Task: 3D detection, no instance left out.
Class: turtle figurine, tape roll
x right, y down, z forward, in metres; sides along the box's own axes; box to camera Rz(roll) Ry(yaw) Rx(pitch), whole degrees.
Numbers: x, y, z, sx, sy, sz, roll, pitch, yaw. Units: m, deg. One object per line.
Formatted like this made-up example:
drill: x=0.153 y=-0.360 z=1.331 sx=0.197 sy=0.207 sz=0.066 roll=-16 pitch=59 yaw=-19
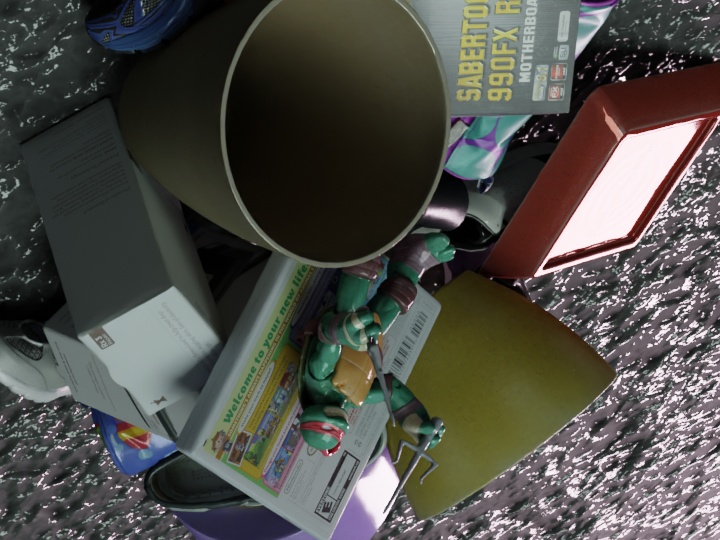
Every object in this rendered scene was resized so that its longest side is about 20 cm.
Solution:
turtle figurine: x=0.003 y=0.055 z=1.531 sx=0.100 sy=0.201 sz=0.150 roll=6 pitch=158 yaw=22
tape roll: x=-0.069 y=0.153 z=1.872 sx=0.199 sy=0.201 sz=0.085 roll=-27 pitch=147 yaw=3

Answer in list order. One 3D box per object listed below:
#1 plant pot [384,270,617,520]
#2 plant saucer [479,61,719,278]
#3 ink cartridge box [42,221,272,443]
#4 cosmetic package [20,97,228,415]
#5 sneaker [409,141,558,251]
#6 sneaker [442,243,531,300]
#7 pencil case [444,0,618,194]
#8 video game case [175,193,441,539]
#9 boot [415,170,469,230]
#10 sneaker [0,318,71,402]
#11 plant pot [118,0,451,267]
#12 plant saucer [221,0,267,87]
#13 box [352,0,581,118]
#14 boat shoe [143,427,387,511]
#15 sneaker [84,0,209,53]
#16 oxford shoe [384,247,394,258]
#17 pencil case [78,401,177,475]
plant pot: x=0.086 y=0.086 z=1.801 sx=0.200 sy=0.142 sz=0.200 roll=-37 pitch=179 yaw=-1
plant saucer: x=0.210 y=-0.074 z=1.817 sx=0.199 sy=0.037 sz=0.200 roll=-14 pitch=143 yaw=-48
ink cartridge box: x=-0.113 y=0.052 z=1.659 sx=0.145 sy=0.199 sz=0.085 roll=-46 pitch=136 yaw=-30
cosmetic package: x=-0.166 y=-0.011 z=1.579 sx=0.081 sy=0.201 sz=0.113 roll=-29 pitch=141 yaw=5
sneaker: x=0.111 y=-0.051 z=1.820 sx=0.199 sy=0.080 sz=0.074 roll=-10 pitch=141 yaw=-24
sneaker: x=0.115 y=0.033 z=1.926 sx=0.075 sy=0.088 sz=0.200 roll=-26 pitch=146 yaw=1
pencil case: x=0.112 y=-0.156 z=1.666 sx=0.200 sy=0.085 sz=0.092 roll=-56 pitch=177 yaw=36
video game case: x=-0.033 y=0.073 z=1.589 sx=0.182 sy=0.022 sz=0.201 roll=40 pitch=73 yaw=-49
boot: x=-0.028 y=-0.067 z=1.693 sx=0.168 sy=0.199 sz=0.077 roll=-6 pitch=109 yaw=-73
sneaker: x=-0.228 y=0.055 z=1.770 sx=0.199 sy=0.075 sz=0.082 roll=9 pitch=122 yaw=-51
plant pot: x=-0.074 y=-0.104 z=1.498 sx=0.187 sy=0.199 sz=0.189 roll=-5 pitch=98 yaw=-38
plant saucer: x=-0.010 y=-0.173 z=1.613 sx=0.199 sy=0.038 sz=0.201 roll=-17 pitch=145 yaw=-12
box: x=0.073 y=-0.204 z=1.526 sx=0.157 sy=0.048 sz=0.201 roll=-2 pitch=122 yaw=-9
boat shoe: x=-0.077 y=0.154 z=1.775 sx=0.199 sy=0.076 sz=0.060 roll=-19 pitch=-178 yaw=15
sneaker: x=-0.119 y=-0.220 z=1.462 sx=0.078 sy=0.076 sz=0.200 roll=38 pitch=123 yaw=-22
oxford shoe: x=0.000 y=0.000 z=1.741 sx=0.075 sy=0.200 sz=0.058 roll=21 pitch=99 yaw=2
pencil case: x=-0.119 y=0.091 z=1.753 sx=0.199 sy=0.078 sz=0.087 roll=-25 pitch=174 yaw=-6
